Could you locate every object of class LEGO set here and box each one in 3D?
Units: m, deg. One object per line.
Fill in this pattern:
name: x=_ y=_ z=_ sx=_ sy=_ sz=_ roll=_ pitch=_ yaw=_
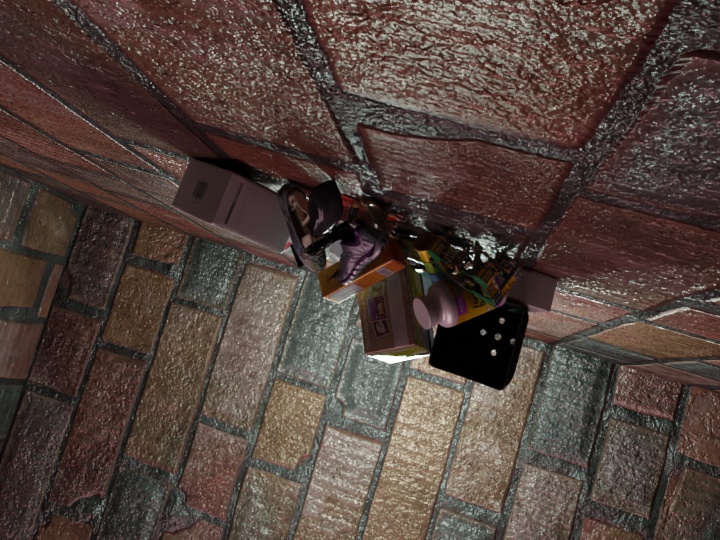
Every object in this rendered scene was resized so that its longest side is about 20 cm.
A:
LEGO set: x=0.246 y=-0.026 z=1.480 sx=0.199 sy=0.116 sz=0.154 roll=30 pitch=166 yaw=47

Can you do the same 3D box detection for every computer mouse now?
computer mouse: x=-0.045 y=-0.110 z=1.432 sx=0.046 sy=0.140 sz=0.201 roll=44 pitch=148 yaw=24

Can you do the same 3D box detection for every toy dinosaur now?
toy dinosaur: x=0.043 y=-0.110 z=1.473 sx=0.100 sy=0.059 sz=0.200 roll=29 pitch=166 yaw=13

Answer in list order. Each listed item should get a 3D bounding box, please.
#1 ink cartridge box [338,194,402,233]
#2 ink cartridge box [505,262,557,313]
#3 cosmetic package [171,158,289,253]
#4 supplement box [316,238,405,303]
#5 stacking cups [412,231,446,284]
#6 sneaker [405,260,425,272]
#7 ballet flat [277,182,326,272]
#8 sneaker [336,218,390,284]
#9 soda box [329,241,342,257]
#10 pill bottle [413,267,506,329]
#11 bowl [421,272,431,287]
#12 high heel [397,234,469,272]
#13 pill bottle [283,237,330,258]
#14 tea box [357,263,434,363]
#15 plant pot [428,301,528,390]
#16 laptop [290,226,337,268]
ink cartridge box: x=-0.018 y=-0.120 z=1.561 sx=0.197 sy=0.044 sz=0.174 roll=18 pitch=176 yaw=-7
ink cartridge box: x=0.373 y=0.045 z=1.742 sx=0.142 sy=0.085 sz=0.200 roll=18 pitch=173 yaw=-5
cosmetic package: x=-0.276 y=-0.146 z=1.586 sx=0.199 sy=0.124 sz=0.198 roll=25 pitch=179 yaw=-43
supplement box: x=0.000 y=0.000 z=1.601 sx=0.198 sy=0.067 sz=0.069 roll=-27 pitch=152 yaw=22
stacking cups: x=0.180 y=0.006 z=1.620 sx=0.060 sy=0.061 sz=0.201 roll=12 pitch=143 yaw=41
sneaker: x=0.101 y=-0.022 z=1.871 sx=0.198 sy=0.079 sz=0.112 roll=-13 pitch=180 yaw=-28
ballet flat: x=-0.118 y=-0.093 z=1.512 sx=0.074 sy=0.202 sz=0.074 roll=-26 pitch=-177 yaw=1
sneaker: x=-0.017 y=-0.045 z=1.491 sx=0.087 sy=0.075 sz=0.200 roll=34 pitch=141 yaw=-10
soda box: x=0.003 y=-0.049 z=1.818 sx=0.063 sy=0.069 sz=0.199 roll=5 pitch=-166 yaw=-37
pill bottle: x=0.219 y=0.062 z=1.581 sx=0.198 sy=0.106 sz=0.104 roll=-21 pitch=-172 yaw=-19
bowl: x=0.191 y=0.049 z=2.217 sx=0.198 sy=0.106 sz=0.201 roll=17 pitch=174 yaw=2
high heel: x=0.164 y=-0.048 z=1.713 sx=0.197 sy=0.072 sz=0.143 roll=9 pitch=-165 yaw=-11
pill bottle: x=-0.168 y=-0.088 z=1.965 sx=0.110 sy=0.112 sz=0.199 roll=12 pitch=172 yaw=39
tea box: x=0.087 y=0.107 z=1.729 sx=0.132 sy=0.203 sz=0.196 roll=-13 pitch=164 yaw=19
plant pot: x=0.309 y=0.161 z=1.738 sx=0.197 sy=0.203 sz=0.177 roll=16 pitch=-176 yaw=29
laptop: x=-0.049 y=-0.053 z=1.700 sx=0.116 sy=0.199 sz=0.187 roll=53 pitch=-179 yaw=-20
